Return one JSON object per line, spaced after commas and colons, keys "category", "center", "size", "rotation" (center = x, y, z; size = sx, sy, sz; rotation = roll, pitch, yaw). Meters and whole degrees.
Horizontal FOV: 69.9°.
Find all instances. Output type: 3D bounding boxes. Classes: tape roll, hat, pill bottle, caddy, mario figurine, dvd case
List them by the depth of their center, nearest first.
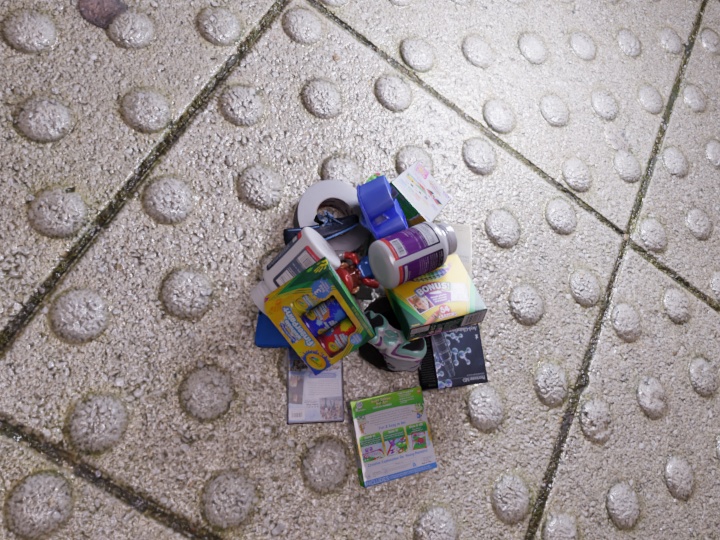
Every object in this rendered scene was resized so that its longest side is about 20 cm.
{"category": "pill bottle", "center": [-0.153, 0.011, 1.180], "size": [0.200, 0.120, 0.120], "rotation": [-43, 91, 11]}
{"category": "pill bottle", "center": [0.124, -0.042, 1.191], "size": [0.197, 0.112, 0.114], "rotation": [-22, 83, -22]}
{"category": "dvd case", "center": [-0.110, 0.267, 1.255], "size": [0.140, 0.018, 0.204], "rotation": [3, 74, -18]}
{"category": "caddy", "center": [0.042, -0.146, 1.263], "size": [0.104, 0.201, 0.143], "rotation": [-26, 112, 10]}
{"category": "mario figurine", "center": [0.000, 0.000, 1.285], "size": [0.197, 0.107, 0.124], "rotation": [-25, 50, -16]}
{"category": "hat", "center": [0.082, 0.148, 1.306], "size": [0.196, 0.081, 0.205], "rotation": [0, 104, 1]}
{"category": "tape roll", "center": [-0.074, -0.130, 1.348], "size": [0.196, 0.066, 0.205], "rotation": [5, 74, -17]}

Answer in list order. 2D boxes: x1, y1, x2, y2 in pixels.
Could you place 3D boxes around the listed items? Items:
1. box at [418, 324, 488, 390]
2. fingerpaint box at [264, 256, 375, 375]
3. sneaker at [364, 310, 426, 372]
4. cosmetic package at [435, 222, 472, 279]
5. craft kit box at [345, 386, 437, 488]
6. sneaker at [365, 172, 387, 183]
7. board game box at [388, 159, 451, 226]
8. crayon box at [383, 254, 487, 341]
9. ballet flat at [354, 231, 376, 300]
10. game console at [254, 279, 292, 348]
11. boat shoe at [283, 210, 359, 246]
{"category": "box", "center": [0.227, 0.200, 1.338], "size": [0.145, 0.107, 0.204], "rotation": [-3, 77, -20]}
{"category": "fingerpaint box", "center": [-0.087, 0.103, 1.123], "size": [0.165, 0.074, 0.202], "rotation": [-32, 116, 3]}
{"category": "sneaker", "center": [0.061, 0.188, 1.239], "size": [0.198, 0.141, 0.078], "rotation": [27, 51, 23]}
{"category": "cosmetic package", "center": [0.243, -0.020, 1.364], "size": [0.101, 0.074, 0.203], "rotation": [2, 60, 5]}
{"category": "craft kit box", "center": [0.076, 0.404, 1.268], "size": [0.196, 0.048, 0.202], "rotation": [-6, 80, -20]}
{"category": "sneaker", "center": [0.068, -0.178, 1.412], "size": [0.076, 0.084, 0.203], "rotation": [-23, 66, 6]}
{"category": "board game box", "center": [0.161, -0.207, 1.413], "size": [0.153, 0.040, 0.200], "rotation": [47, 38, -2]}
{"category": "crayon box", "center": [0.172, 0.060, 1.219], "size": [0.196, 0.059, 0.174], "rotation": [-12, 53, -15]}
{"category": "ballet flat", "center": [0.034, -0.019, 1.350], "size": [0.062, 0.067, 0.204], "rotation": [14, 78, 5]}
{"category": "game console", "center": [-0.151, 0.104, 1.275], "size": [0.169, 0.117, 0.204], "rotation": [26, 59, -43]}
{"category": "boat shoe", "center": [-0.093, -0.107, 1.254], "size": [0.197, 0.084, 0.070], "rotation": [-23, 95, -25]}
